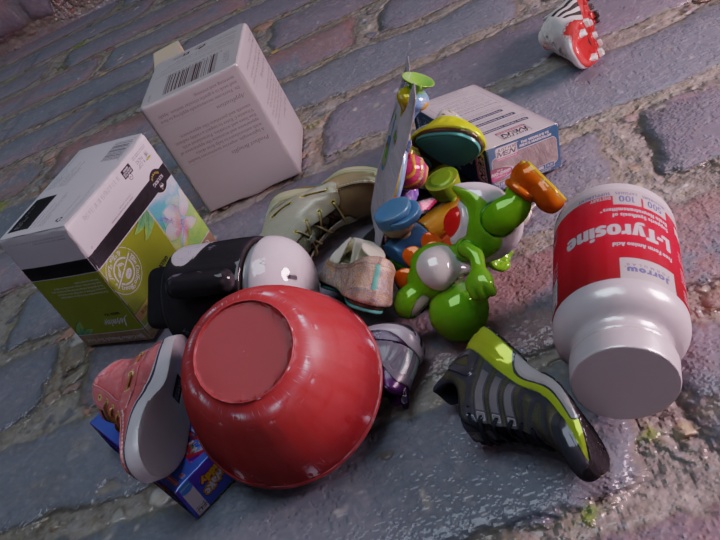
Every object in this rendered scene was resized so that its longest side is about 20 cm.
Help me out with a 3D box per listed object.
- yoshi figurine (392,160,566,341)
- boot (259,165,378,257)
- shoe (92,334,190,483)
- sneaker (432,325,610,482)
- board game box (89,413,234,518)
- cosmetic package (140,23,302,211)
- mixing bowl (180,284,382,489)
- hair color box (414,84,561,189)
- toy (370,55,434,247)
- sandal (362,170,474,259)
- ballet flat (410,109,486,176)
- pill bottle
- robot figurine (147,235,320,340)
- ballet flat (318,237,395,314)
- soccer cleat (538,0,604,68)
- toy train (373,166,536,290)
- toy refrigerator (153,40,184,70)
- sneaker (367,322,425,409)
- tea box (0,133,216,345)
[{"bbox_3d":[0.125,-0.008,0.853,0.200,0.112,0.112,-46,41,12],"label":"yoshi figurine"},{"bbox_3d":[-0.056,-0.050,1.083,0.199,0.072,0.155,-13,36,32],"label":"boot"},{"bbox_3d":[-0.227,0.147,0.871,0.091,0.072,0.200,-22,29,13],"label":"shoe"},{"bbox_3d":[0.133,0.124,0.725,0.081,0.074,0.200,-42,28,-3],"label":"sneaker"},{"bbox_3d":[-0.187,0.162,0.920,0.134,0.045,0.200,-45,36,-22],"label":"board game box"},{"bbox_3d":[-0.204,-0.234,1.318,0.164,0.200,0.165,-21,35,12],"label":"cosmetic package"},{"bbox_3d":[-0.089,0.091,0.790,0.199,0.108,0.201,-7,65,15],"label":"mixing bowl"},{"bbox_3d":[0.154,-0.170,1.080,0.100,0.061,0.200,-22,31,-13],"label":"hair color box"},{"bbox_3d":[0.051,-0.122,0.956,0.047,0.201,0.115,5,35,-6],"label":"toy"},{"bbox_3d":[0.067,-0.080,1.053,0.200,0.045,0.075,-40,36,-16],"label":"sandal"},{"bbox_3d":[0.089,-0.153,1.020,0.200,0.067,0.067,-21,40,64],"label":"ballet flat"},{"bbox_3d":[0.222,0.024,0.740,0.112,0.112,0.200,-13,37,23],"label":"pill bottle"},{"bbox_3d":[-0.143,0.028,0.966,0.199,0.125,0.150,-6,26,22],"label":"robot figurine"},{"bbox_3d":[0.000,0.000,0.930,0.068,0.068,0.200,10,4,-16],"label":"ballet flat"},{"bbox_3d":[0.291,-0.327,1.206,0.085,0.069,0.200,-21,30,28],"label":"soccer cleat"},{"bbox_3d":[0.110,-0.066,0.939,0.200,0.116,0.085,-38,35,-14],"label":"toy train"},{"bbox_3d":[-0.384,-0.410,1.799,0.070,0.076,0.200,-28,33,2],"label":"toy refrigerator"},{"bbox_3d":[-0.036,0.103,0.865,0.199,0.075,0.088,-9,43,27],"label":"sneaker"},{"bbox_3d":[-0.331,-0.039,1.156,0.133,0.197,0.200,-7,40,31],"label":"tea box"}]
